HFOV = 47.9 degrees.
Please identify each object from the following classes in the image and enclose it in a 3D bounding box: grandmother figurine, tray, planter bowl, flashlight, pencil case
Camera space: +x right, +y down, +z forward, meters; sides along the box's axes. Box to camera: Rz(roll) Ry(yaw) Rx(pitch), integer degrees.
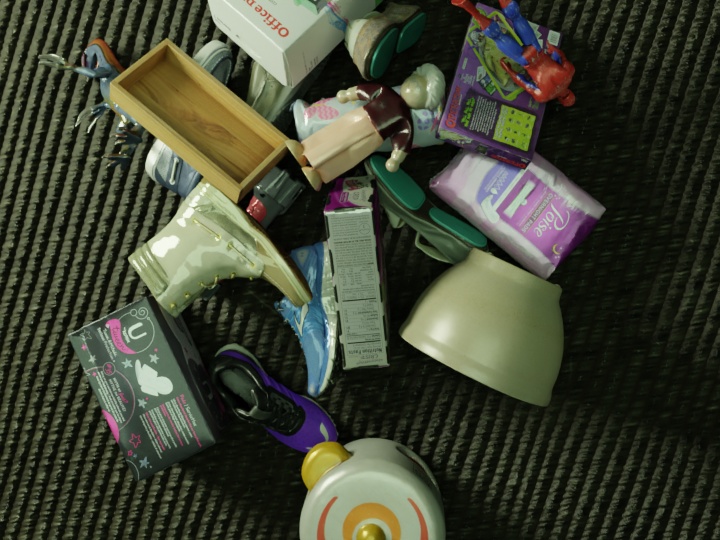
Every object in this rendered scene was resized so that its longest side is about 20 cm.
[{"bbox_3d":[0.016,-0.172,0.958,0.199,0.061,0.122,-34,87,4],"label":"grandmother figurine"},{"bbox_3d":[-0.192,-0.180,0.975,0.200,0.037,0.099,40,60,2],"label":"tray"},{"bbox_3d":[0.161,0.056,0.976,0.198,0.200,0.136,25,94,2],"label":"planter bowl"},{"bbox_3d":[-0.162,-0.056,1.061,0.068,0.068,0.201,40,96,4],"label":"flashlight"},{"bbox_3d":[0.013,-0.190,1.034,0.197,0.091,0.084,-7,115,5],"label":"pencil case"}]

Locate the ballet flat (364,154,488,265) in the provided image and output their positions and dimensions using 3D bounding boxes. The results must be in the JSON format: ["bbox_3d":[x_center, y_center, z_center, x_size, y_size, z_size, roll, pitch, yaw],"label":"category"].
[{"bbox_3d":[0.074,-0.066,1.048,0.199,0.067,0.064,38,124,4],"label":"ballet flat"}]

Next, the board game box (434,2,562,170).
[{"bbox_3d":[0.173,-0.230,1.001,0.119,0.032,0.202,21,66,-5],"label":"board game box"}]

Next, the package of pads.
[{"bbox_3d":[0.196,-0.092,1.030,0.199,0.076,0.121,39,97,1],"label":"package of pads"}]

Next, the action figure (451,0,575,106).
[{"bbox_3d":[0.185,-0.270,0.956,0.065,0.099,0.200,-42,118,15],"label":"action figure"}]

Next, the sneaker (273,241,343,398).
[{"bbox_3d":[-0.065,0.065,1.062,0.088,0.079,0.203,-4,84,11],"label":"sneaker"}]

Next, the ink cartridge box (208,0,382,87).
[{"bbox_3d":[-0.071,-0.350,0.996,0.145,0.084,0.200,41,79,13],"label":"ink cartridge box"}]

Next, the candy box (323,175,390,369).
[{"bbox_3d":[0.000,0.000,0.990,0.060,0.137,0.202,-4,112,4],"label":"candy box"}]

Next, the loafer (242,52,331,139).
[{"bbox_3d":[-0.113,-0.233,1.051,0.069,0.075,0.201,33,85,7],"label":"loafer"}]

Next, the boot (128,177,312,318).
[{"bbox_3d":[-0.171,0.006,1.002,0.155,0.072,0.200,-44,92,0],"label":"boot"}]

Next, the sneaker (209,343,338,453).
[{"bbox_3d":[-0.119,0.180,1.050,0.199,0.100,0.070,37,95,-2],"label":"sneaker"}]

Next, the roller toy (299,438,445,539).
[{"bbox_3d":[0.016,0.314,1.028,0.180,0.140,0.203,0,93,3],"label":"roller toy"}]

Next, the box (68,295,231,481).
[{"bbox_3d":[-0.263,0.142,1.045,0.114,0.132,0.202,-24,91,1],"label":"box"}]

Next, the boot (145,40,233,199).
[{"bbox_3d":[-0.196,-0.187,1.048,0.090,0.073,0.201,33,104,19],"label":"boot"}]

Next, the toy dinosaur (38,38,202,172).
[{"bbox_3d":[-0.307,-0.222,1.045,0.198,0.105,0.183,1,61,-16],"label":"toy dinosaur"}]

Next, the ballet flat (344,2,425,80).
[{"bbox_3d":[0.019,-0.283,0.986,0.067,0.200,0.069,23,122,10],"label":"ballet flat"}]
